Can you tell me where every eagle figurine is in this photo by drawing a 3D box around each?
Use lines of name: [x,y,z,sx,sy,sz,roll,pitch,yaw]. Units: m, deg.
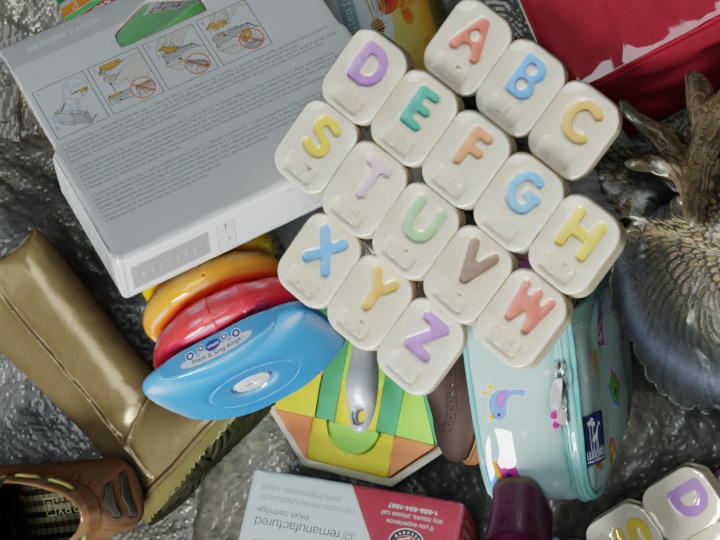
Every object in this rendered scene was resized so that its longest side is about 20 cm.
eagle figurine: [0.207,-0.021,1.224,0.151,0.200,0.152,-29,60,1]

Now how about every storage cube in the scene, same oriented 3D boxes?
storage cube: [0.182,-0.202,1.238,0.179,0.200,0.172,-27,79,16]

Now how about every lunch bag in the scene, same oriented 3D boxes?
lunch bag: [0.116,0.043,1.262,0.076,0.200,0.162,-2,104,15]

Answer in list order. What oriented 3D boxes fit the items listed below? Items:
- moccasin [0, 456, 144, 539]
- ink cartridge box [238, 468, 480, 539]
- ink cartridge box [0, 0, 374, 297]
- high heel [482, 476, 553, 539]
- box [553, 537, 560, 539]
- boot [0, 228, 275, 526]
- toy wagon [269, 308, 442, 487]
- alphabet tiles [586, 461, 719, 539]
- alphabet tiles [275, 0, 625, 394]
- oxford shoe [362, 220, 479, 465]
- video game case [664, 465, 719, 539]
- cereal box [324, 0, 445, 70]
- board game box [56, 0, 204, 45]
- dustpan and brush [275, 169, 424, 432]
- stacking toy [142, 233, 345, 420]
moccasin: [-0.236,0.172,1.420,0.200,0.077,0.074,-8,96,40]
ink cartridge box: [-0.015,0.243,1.337,0.144,0.083,0.202,8,69,12]
ink cartridge box: [-0.094,-0.099,1.275,0.199,0.045,0.177,-25,60,-14]
high heel: [0.113,0.216,1.213,0.067,0.097,0.200,-17,129,25]
box: [0.163,0.271,1.330,0.200,0.049,0.082,44,126,12]
boot: [-0.163,0.053,1.397,0.200,0.066,0.175,50,126,8]
toy wagon: [0.010,0.036,1.382,0.154,0.040,0.202,12,96,14]
alphabet tiles: [0.229,0.223,1.313,0.195,0.015,0.201,-36,86,31]
alphabet tiles: [0.046,-0.041,1.171,0.200,0.015,0.196,40,100,21]
oxford shoe: [0.037,0.038,1.290,0.072,0.071,0.201,-15,120,-7]
video game case: [0.321,0.155,1.303,0.200,0.036,0.181,-44,82,14]
cereal box: [-0.041,-0.138,1.359,0.199,0.040,0.145,-23,63,16]
board game box: [-0.117,-0.226,1.383,0.199,0.029,0.135,-35,62,15]
dustpan and brush: [0.000,0.000,1.335,0.138,0.057,0.202,-5,63,25]
stacking toy: [-0.100,-0.018,1.298,0.115,0.110,0.201,-26,69,9]
